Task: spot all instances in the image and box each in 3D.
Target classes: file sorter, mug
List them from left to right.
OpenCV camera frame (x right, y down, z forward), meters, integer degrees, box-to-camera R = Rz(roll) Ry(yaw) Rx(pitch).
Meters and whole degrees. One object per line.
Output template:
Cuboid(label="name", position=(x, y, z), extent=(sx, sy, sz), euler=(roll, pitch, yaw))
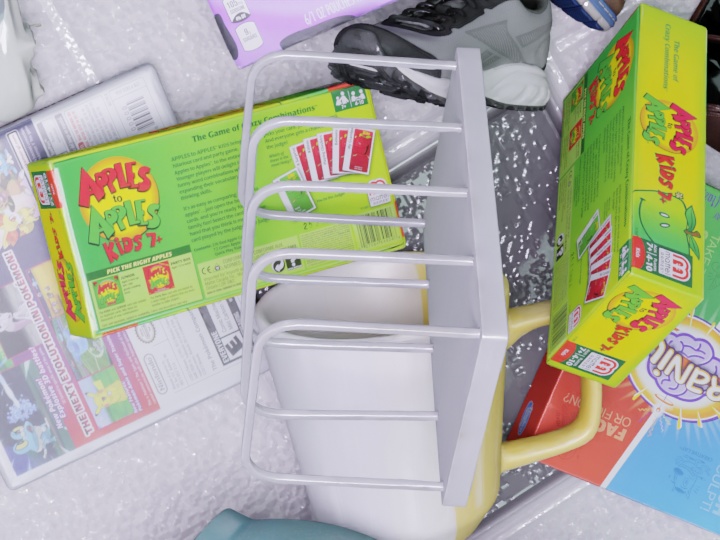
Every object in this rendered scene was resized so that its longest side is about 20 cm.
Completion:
Cuboid(label="file sorter", position=(0.000, 0.000, 1.141), extent=(0.124, 0.201, 0.139), euler=(2, 139, -6))
Cuboid(label="mug", position=(0.037, 0.085, 1.294), extent=(0.186, 0.149, 0.154), euler=(1, 110, 23))

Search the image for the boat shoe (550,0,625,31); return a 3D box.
Cuboid(label="boat shoe", position=(0.105, -0.234, 1.301), extent=(0.072, 0.072, 0.200), euler=(-40, 105, -6))

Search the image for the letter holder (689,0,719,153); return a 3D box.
Cuboid(label="letter holder", position=(0.297, -0.089, 1.331), extent=(0.199, 0.142, 0.101), euler=(30, 91, -15))

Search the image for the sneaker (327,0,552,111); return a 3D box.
Cuboid(label="sneaker", position=(0.048, -0.135, 1.260), extent=(0.074, 0.200, 0.080), euler=(17, 103, 30))

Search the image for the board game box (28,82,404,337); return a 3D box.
Cuboid(label="board game box", position=(-0.081, -0.037, 1.269), extent=(0.199, 0.048, 0.102), euler=(-17, 97, -23))

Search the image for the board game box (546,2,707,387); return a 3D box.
Cuboid(label="board game box", position=(0.156, -0.045, 1.271), extent=(0.047, 0.102, 0.201), euler=(19, 52, -15))

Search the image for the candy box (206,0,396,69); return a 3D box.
Cuboid(label="candy box", position=(-0.033, -0.241, 1.241), extent=(0.167, 0.072, 0.201), euler=(-22, 102, 13))

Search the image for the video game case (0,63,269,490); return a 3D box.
Cuboid(label="video game case", position=(-0.167, 0.004, 1.302), extent=(0.181, 0.023, 0.201), euler=(-25, 104, -8))

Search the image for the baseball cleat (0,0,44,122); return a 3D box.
Cuboid(label="baseball cleat", position=(-0.242, -0.176, 1.233), extent=(0.106, 0.070, 0.201), euler=(-14, 101, -11))

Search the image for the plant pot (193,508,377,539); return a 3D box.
Cuboid(label="plant pot", position=(-0.058, 0.219, 1.238), extent=(0.134, 0.200, 0.201), euler=(35, 90, 7))

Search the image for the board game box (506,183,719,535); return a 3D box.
Cuboid(label="board game box", position=(0.202, 0.048, 1.383), extent=(0.152, 0.040, 0.201), euler=(22, 93, -15))
